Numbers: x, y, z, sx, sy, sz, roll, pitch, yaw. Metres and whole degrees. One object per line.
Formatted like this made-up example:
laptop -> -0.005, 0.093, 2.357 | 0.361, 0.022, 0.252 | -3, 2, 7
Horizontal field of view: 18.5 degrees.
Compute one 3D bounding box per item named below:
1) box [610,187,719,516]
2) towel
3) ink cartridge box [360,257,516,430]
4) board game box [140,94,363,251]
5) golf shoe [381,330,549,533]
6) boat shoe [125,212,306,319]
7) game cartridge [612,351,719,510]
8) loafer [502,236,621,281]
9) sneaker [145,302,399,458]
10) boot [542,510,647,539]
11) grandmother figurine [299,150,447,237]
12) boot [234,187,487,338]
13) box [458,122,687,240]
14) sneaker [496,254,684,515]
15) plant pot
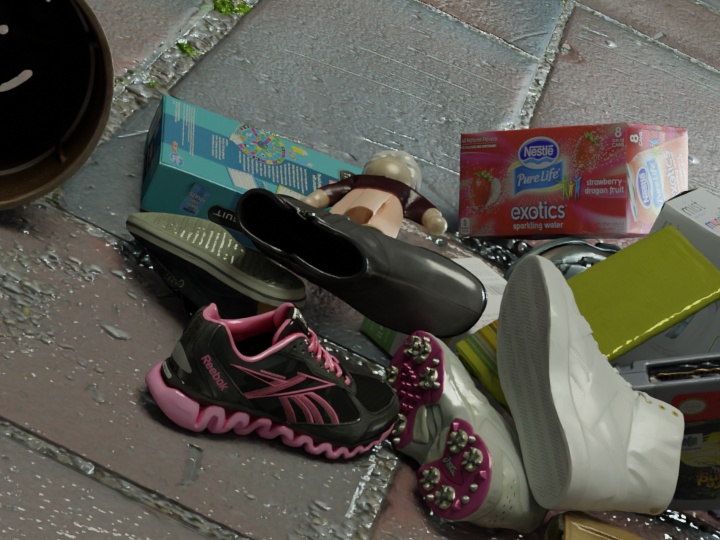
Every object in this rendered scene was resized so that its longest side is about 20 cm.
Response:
box -> 0.282, 0.067, 1.763 | 0.176, 0.200, 0.097 | 32, 23, 19
towel -> 0.176, 0.039, 1.664 | 0.200, 0.018, 0.086 | -29, 49, -13
ink cartridge box -> 0.110, 0.072, 1.743 | 0.117, 0.067, 0.200 | -3, 35, -47
board game box -> -0.084, -0.068, 1.872 | 0.199, 0.047, 0.151 | 21, 23, -13
golf shoe -> 0.075, 0.122, 1.611 | 0.091, 0.075, 0.200 | 26, 24, -31
boat shoe -> -0.116, 0.005, 1.667 | 0.074, 0.062, 0.200 | -1, 22, -42
game cartridge -> 0.278, 0.120, 1.667 | 0.199, 0.133, 0.041 | -6, 40, 2
loafer -> 0.198, 0.013, 1.967 | 0.063, 0.072, 0.200 | 44, 26, 25
sneaker -> -0.047, 0.070, 1.549 | 0.199, 0.096, 0.079 | 11, 25, -35
boot -> 0.225, 0.212, 1.563 | 0.199, 0.066, 0.175 | 22, 22, -6
grandmother figurine -> 0.012, -0.052, 1.798 | 0.121, 0.061, 0.200 | 20, 23, 3
boot -> 0.000, 0.000, 1.632 | 0.199, 0.070, 0.132 | 20, 0, -1
box -> 0.190, -0.079, 2.001 | 0.200, 0.100, 0.095 | 0, -1, 45
sneaker -> 0.168, 0.087, 1.593 | 0.115, 0.074, 0.201 | 10, 55, -28
plant pot -> -0.296, -0.169, 1.709 | 0.200, 0.201, 0.198 | 19, 15, -16
